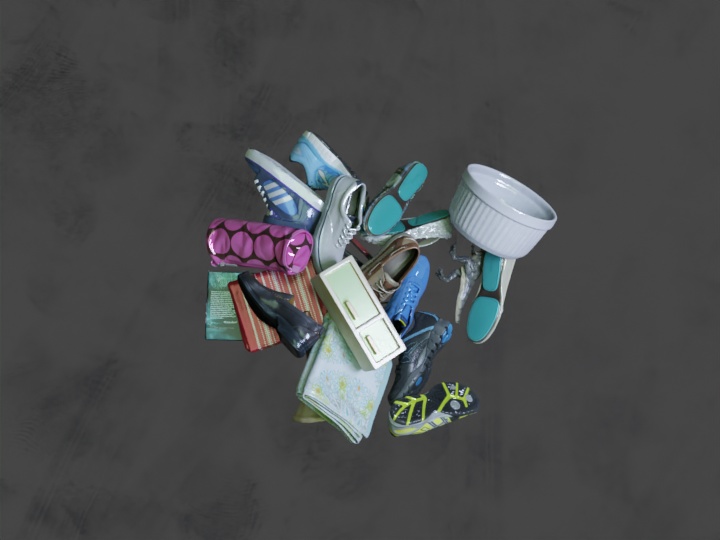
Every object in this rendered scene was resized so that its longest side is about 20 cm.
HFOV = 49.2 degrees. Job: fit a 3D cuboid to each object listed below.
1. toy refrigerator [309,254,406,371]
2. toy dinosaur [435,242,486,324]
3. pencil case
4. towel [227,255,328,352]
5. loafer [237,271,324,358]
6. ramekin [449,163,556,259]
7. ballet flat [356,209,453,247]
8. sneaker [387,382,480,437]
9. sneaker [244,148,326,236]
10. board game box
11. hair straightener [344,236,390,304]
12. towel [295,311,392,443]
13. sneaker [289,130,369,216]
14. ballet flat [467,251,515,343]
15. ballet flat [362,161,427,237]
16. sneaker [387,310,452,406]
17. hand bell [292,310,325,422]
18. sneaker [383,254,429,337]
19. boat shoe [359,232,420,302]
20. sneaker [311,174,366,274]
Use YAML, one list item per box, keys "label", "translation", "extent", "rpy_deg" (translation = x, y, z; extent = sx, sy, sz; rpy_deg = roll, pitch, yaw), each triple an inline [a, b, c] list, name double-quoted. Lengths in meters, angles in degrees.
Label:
- label: "toy refrigerator"
  translation: [-0.004, 0.079, 1.439]
  extent: [0.076, 0.070, 0.200]
  rpy_deg: [-30, 91, -22]
- label: "toy dinosaur"
  translation: [0.206, -0.001, 1.579]
  extent: [0.088, 0.047, 0.200]
  rpy_deg: [27, 86, -10]
- label: "pencil case"
  translation: [-0.190, -0.042, 1.467]
  extent: [0.200, 0.091, 0.094]
  rpy_deg: [7, 72, 29]
- label: "towel"
  translation: [-0.144, 0.062, 1.514]
  extent: [0.200, 0.022, 0.145]
  rpy_deg: [-18, 86, -9]
- label: "loafer"
  translation: [-0.151, 0.070, 1.460]
  extent: [0.072, 0.073, 0.200]
  rpy_deg: [-39, 76, -19]
- label: "ramekin"
  translation: [0.267, -0.110, 1.522]
  extent: [0.200, 0.200, 0.105]
  rpy_deg: [28, 115, -4]
- label: "ballet flat"
  translation: [0.093, -0.071, 1.564]
  extent: [0.200, 0.072, 0.072]
  rpy_deg: [-10, 86, -6]
- label: "sneaker"
  translation: [0.140, 0.274, 1.540]
  extent: [0.200, 0.076, 0.075]
  rpy_deg: [-6, 52, -22]
- label: "sneaker"
  translation: [-0.174, -0.124, 1.519]
  extent: [0.200, 0.081, 0.147]
  rpy_deg: [38, 99, 1]
- label: "board game box"
  translation: [-0.199, 0.071, 1.533]
  extent: [0.200, 0.028, 0.135]
  rpy_deg: [3, 85, -6]
- label: "hair straightener"
  translation: [0.000, 0.000, 1.563]
  extent: [0.200, 0.041, 0.077]
  rpy_deg: [44, 88, -6]
- label: "towel"
  translation: [-0.026, 0.197, 1.465]
  extent: [0.171, 0.048, 0.200]
  rpy_deg: [45, 45, -27]
- label: "sneaker"
  translation: [-0.061, -0.180, 1.560]
  extent: [0.090, 0.078, 0.200]
  rpy_deg: [-43, 87, 11]
- label: "ballet flat"
  translation: [0.266, 0.050, 1.567]
  extent: [0.069, 0.069, 0.200]
  rpy_deg: [14, 96, -5]
- label: "ballet flat"
  translation: [0.057, -0.136, 1.546]
  extent: [0.074, 0.074, 0.200]
  rpy_deg: [43, 63, -1]
- label: "sneaker"
  translation: [0.102, 0.175, 1.549]
  extent: [0.082, 0.073, 0.200]
  rpy_deg: [29, 85, 24]
- label: "hand bell"
  translation: [-0.090, 0.176, 1.484]
  extent: [0.104, 0.104, 0.200]
  rpy_deg: [-8, 94, -7]
- label: "sneaker"
  translation: [0.089, 0.064, 1.523]
  extent: [0.066, 0.078, 0.200]
  rpy_deg: [30, 86, -21]
- label: "boat shoe"
  translation: [0.040, 0.015, 1.499]
  extent: [0.076, 0.072, 0.200]
  rpy_deg: [34, 95, -27]
- label: "sneaker"
  translation: [-0.039, -0.080, 1.481]
  extent: [0.073, 0.071, 0.200]
  rpy_deg: [4, 99, -45]
